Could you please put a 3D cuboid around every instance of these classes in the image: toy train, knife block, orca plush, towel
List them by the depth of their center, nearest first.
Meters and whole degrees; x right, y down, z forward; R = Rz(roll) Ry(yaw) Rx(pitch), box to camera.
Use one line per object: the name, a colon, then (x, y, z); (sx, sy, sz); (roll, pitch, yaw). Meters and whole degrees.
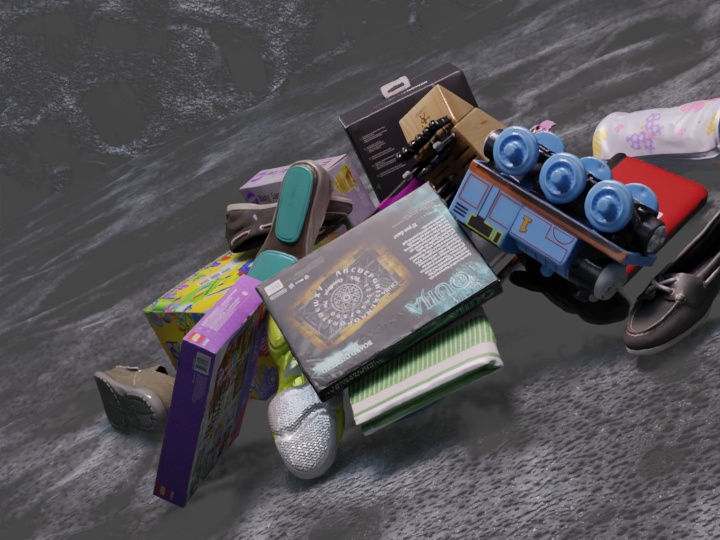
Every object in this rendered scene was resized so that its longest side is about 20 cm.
toy train: (0.181, -0.053, 1.176); (0.200, 0.115, 0.087); (35, 20, 29)
towel: (0.050, 0.071, 1.224); (0.152, 0.023, 0.200); (-27, 25, 5)
orca plush: (0.173, -0.016, 1.242); (0.071, 0.200, 0.105); (-22, -23, -22)
knife block: (0.117, -0.104, 1.358); (0.064, 0.200, 0.176); (-42, 47, 25)

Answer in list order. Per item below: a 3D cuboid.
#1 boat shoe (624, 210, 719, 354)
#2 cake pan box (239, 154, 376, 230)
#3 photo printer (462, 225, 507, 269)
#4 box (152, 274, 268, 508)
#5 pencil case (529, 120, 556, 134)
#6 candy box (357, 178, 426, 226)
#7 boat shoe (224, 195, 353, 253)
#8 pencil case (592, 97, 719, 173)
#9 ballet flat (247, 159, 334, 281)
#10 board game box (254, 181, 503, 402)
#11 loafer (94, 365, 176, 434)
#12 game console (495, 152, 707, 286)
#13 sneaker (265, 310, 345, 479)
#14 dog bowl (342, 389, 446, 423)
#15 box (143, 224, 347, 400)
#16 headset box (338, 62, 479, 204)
boat shoe: (0.296, 0.001, 1.148); (0.200, 0.057, 0.067); (-36, 19, -28)
cake pan box: (-0.047, -0.047, 1.611); (0.052, 0.185, 0.200); (-38, 21, -33)
photo printer: (0.124, -0.033, 1.412); (0.200, 0.069, 0.166); (-44, 1, -8)
box: (-0.148, 0.120, 1.286); (0.039, 0.201, 0.137); (22, 32, 10)
pencil case: (0.175, -0.114, 1.651); (0.200, 0.088, 0.087); (-31, 17, -10)
candy box: (0.000, 0.000, 1.377); (0.136, 0.061, 0.200); (-46, -2, -40)
boat shoe: (-0.084, -0.053, 1.518); (0.200, 0.057, 0.067); (-4, -8, 43)
pencil case: (0.361, -0.149, 1.477); (0.091, 0.083, 0.200); (-30, 16, -34)
ballet flat: (-0.075, -0.022, 1.419); (0.067, 0.201, 0.064); (19, 0, 28)
board game box: (0.016, 0.018, 1.215); (0.200, 0.028, 0.135); (-31, 60, -3)
loafer: (-0.261, 0.154, 1.556); (0.070, 0.075, 0.200); (-22, 17, -29)
game console: (0.252, -0.027, 1.394); (0.172, 0.119, 0.200); (27, 49, 31)
sneaker: (-0.045, 0.125, 1.275); (0.075, 0.105, 0.201); (-12, 57, 10)
dog bowl: (0.030, 0.093, 1.316); (0.111, 0.050, 0.200); (-29, 18, -8)
box: (-0.117, 0.047, 1.547); (0.200, 0.122, 0.192); (-36, 19, -30)
headset box: (0.086, -0.162, 1.727); (0.174, 0.200, 0.093); (-27, 17, 1)
